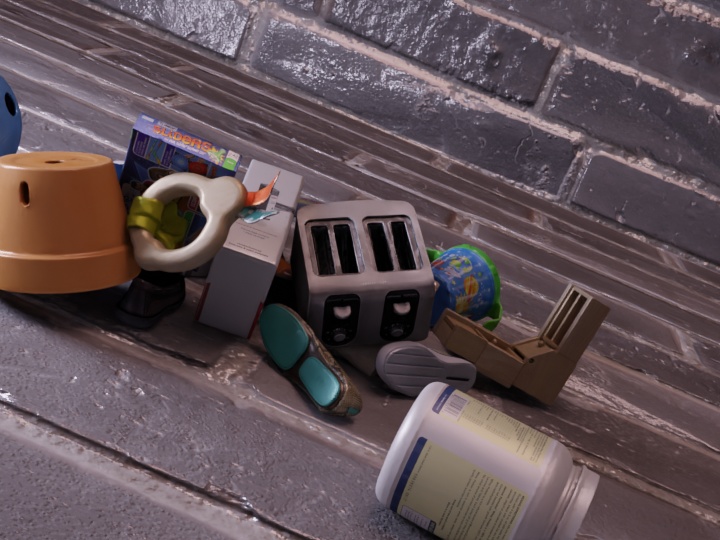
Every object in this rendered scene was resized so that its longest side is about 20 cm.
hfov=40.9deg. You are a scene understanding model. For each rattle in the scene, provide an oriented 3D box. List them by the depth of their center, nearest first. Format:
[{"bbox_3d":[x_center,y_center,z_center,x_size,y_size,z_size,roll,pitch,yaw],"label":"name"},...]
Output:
[{"bbox_3d":[-0.172,-0.049,1.184,0.199,0.143,0.131,-20,48,2],"label":"rattle"}]

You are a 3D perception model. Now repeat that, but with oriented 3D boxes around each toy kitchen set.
[{"bbox_3d":[0.233,0.069,1.501,0.199,0.181,0.163,29,7,-16],"label":"toy kitchen set"}]

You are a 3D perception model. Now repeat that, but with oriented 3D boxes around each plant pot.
[{"bbox_3d":[-0.370,-0.066,1.173,0.198,0.141,0.200,2,15,0],"label":"plant pot"}]

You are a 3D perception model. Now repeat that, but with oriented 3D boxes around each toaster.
[{"bbox_3d":[0.000,0.000,1.344,0.179,0.119,0.201,-3,51,-11],"label":"toaster"}]

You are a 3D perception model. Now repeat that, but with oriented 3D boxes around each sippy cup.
[{"bbox_3d":[0.150,0.035,1.645,0.177,0.141,0.130,4,15,38],"label":"sippy cup"}]

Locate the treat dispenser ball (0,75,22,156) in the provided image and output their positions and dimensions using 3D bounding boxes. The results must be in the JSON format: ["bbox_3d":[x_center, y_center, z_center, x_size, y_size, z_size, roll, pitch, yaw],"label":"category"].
[{"bbox_3d":[-0.571,-0.204,1.326,0.200,0.202,0.201,20,17,-6],"label":"treat dispenser ball"}]

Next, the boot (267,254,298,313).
[{"bbox_3d":[-0.121,-0.019,1.493,0.187,0.069,0.201,6,37,-10],"label":"boot"}]

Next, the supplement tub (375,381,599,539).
[{"bbox_3d":[0.131,0.221,1.006,0.199,0.146,0.145,26,17,13],"label":"supplement tub"}]

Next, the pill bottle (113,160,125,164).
[{"bbox_3d":[-0.305,-0.104,1.492,0.119,0.120,0.199,32,19,30],"label":"pill bottle"}]

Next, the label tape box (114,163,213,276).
[{"bbox_3d":[-0.283,-0.068,1.372,0.199,0.145,0.063,2,28,-48],"label":"label tape box"}]

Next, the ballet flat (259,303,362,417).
[{"bbox_3d":[-0.062,0.121,1.235,0.200,0.068,0.075,45,6,41],"label":"ballet flat"}]

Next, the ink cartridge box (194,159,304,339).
[{"bbox_3d":[-0.149,-0.032,1.317,0.083,0.145,0.201,20,40,-6],"label":"ink cartridge box"}]

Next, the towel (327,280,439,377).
[{"bbox_3d":[0.016,0.055,1.399,0.132,0.035,0.200,31,53,17],"label":"towel"}]

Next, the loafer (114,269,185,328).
[{"bbox_3d":[-0.267,0.015,1.275,0.071,0.063,0.200,20,17,-2],"label":"loafer"}]

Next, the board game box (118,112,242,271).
[{"bbox_3d":[-0.243,-0.094,1.237,0.135,0.200,0.035,23,46,-9],"label":"board game box"}]

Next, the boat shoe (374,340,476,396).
[{"bbox_3d":[0.082,0.138,1.356,0.062,0.072,0.199,20,0,45],"label":"boat shoe"}]

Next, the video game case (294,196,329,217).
[{"bbox_3d":[-0.069,-0.094,1.522,0.199,0.026,0.180,15,7,22],"label":"video game case"}]
